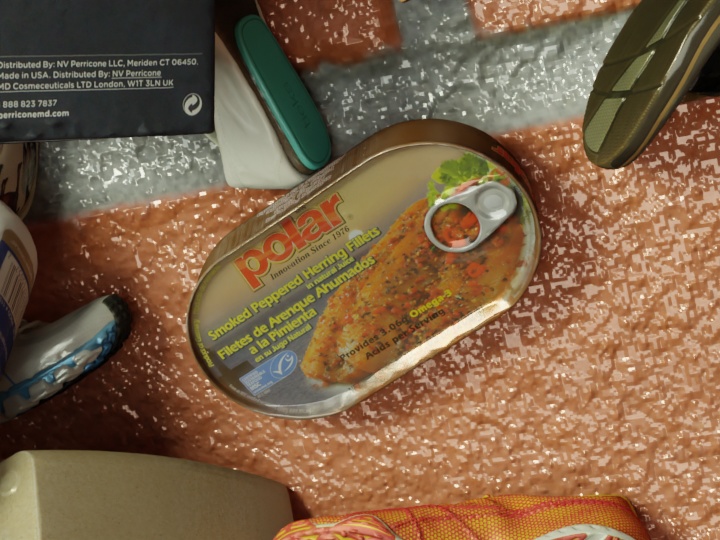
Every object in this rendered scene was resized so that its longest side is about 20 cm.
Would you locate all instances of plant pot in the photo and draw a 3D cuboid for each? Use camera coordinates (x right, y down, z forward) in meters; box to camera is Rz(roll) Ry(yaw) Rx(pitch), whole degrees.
[{"bbox_3d":[-0.151,0.203,0.850,0.199,0.177,0.201,-30,50,20],"label":"plant pot"}]

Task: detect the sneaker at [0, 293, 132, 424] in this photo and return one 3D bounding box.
[{"bbox_3d":[-0.219,0.050,0.936,0.199,0.075,0.087,-28,89,20],"label":"sneaker"}]

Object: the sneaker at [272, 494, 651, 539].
[{"bbox_3d":[0.051,0.152,0.874,0.198,0.077,0.074,0,105,3],"label":"sneaker"}]

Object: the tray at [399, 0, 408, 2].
[{"bbox_3d":[0.020,-0.243,0.808,0.098,0.037,0.201,-24,95,20],"label":"tray"}]

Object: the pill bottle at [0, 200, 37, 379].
[{"bbox_3d":[-0.235,0.056,0.814,0.110,0.201,0.111,7,141,5],"label":"pill bottle"}]

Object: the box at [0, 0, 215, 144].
[{"bbox_3d":[-0.153,-0.171,0.776,0.122,0.200,0.200,-6,105,-28],"label":"box"}]

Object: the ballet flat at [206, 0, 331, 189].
[{"bbox_3d":[-0.081,-0.130,0.855,0.069,0.069,0.201,-18,102,20],"label":"ballet flat"}]

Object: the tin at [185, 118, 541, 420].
[{"bbox_3d":[0.000,0.000,0.859,0.199,0.042,0.112,-32,118,21],"label":"tin"}]

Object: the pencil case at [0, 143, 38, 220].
[{"bbox_3d":[-0.279,-0.055,0.921,0.198,0.078,0.090,2,91,16],"label":"pencil case"}]

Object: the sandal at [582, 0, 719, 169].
[{"bbox_3d":[0.175,-0.125,0.784,0.054,0.082,0.201,30,105,-17],"label":"sandal"}]
